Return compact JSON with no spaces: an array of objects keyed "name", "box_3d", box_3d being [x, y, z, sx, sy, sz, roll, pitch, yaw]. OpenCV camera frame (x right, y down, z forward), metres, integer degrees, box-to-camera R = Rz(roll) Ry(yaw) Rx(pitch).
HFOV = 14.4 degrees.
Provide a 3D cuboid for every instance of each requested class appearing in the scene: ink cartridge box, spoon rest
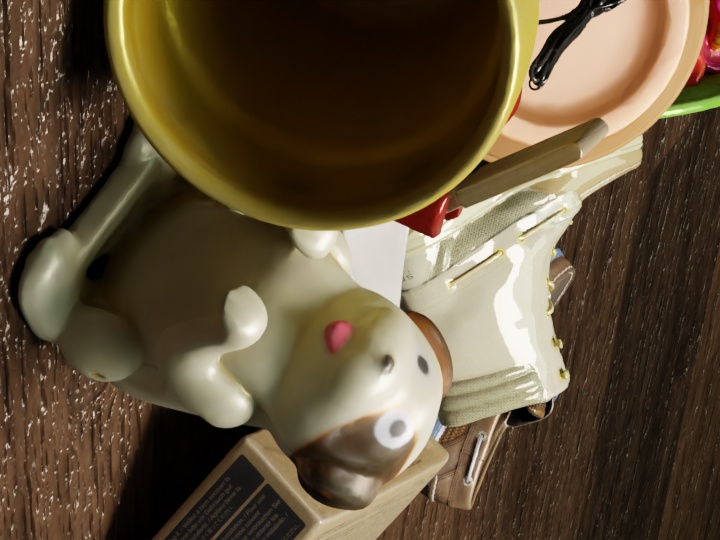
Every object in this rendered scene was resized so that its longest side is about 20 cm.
[{"name":"ink cartridge box","box_3d":[-0.054,0.160,1.721,0.165,0.075,0.200,-47,169,22]},{"name":"spoon rest","box_3d":[0.000,0.000,1.765,0.099,0.061,0.200,-35,147,-56]}]

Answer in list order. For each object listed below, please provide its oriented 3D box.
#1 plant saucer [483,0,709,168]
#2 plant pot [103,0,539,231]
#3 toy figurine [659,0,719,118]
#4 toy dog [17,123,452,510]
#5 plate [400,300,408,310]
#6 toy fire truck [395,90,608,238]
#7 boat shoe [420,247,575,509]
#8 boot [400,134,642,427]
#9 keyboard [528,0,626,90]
[{"name":"plant saucer","box_3d":[0.119,-0.152,1.714,0.037,0.200,0.201,-125,-128,-65]},{"name":"plant pot","box_3d":[-0.005,-0.147,1.390,0.189,0.200,0.201,-65,171,-61]},{"name":"toy figurine","box_3d":[0.182,-0.198,1.841,0.200,0.150,0.185,-11,100,-26]},{"name":"toy dog","box_3d":[-0.054,0.041,1.451,0.140,0.200,0.194,-50,156,-36]},{"name":"plate","box_3d":[0.050,0.046,1.958,0.200,0.032,0.200,-55,166,-15]},{"name":"toy fire truck","box_3d":[0.051,-0.092,1.565,0.176,0.200,0.129,-52,158,-33]},{"name":"boat shoe","box_3d":[0.101,0.078,1.984,0.200,0.072,0.072,-57,166,-8]},{"name":"boot","box_3d":[0.114,0.001,1.871,0.200,0.072,0.155,-26,108,-20]},{"name":"keyboard","box_3d":[0.068,-0.135,1.524,0.200,0.127,0.021,-48,146,-42]}]
